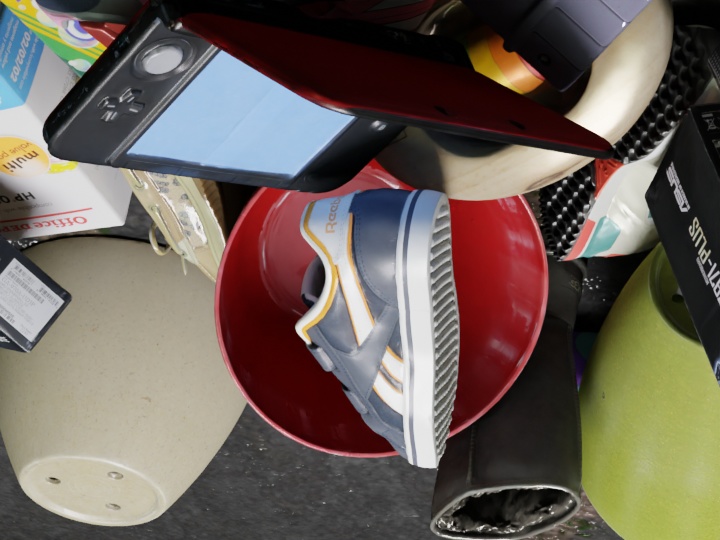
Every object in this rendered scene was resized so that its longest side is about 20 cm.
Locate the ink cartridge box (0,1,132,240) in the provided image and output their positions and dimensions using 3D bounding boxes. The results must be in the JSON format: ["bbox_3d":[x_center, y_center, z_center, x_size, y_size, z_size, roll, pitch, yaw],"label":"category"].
[{"bbox_3d":[-0.210,-0.079,1.146,0.115,0.068,0.200,-6,144,24],"label":"ink cartridge box"}]

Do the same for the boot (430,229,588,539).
[{"bbox_3d":[0.068,0.080,1.204,0.182,0.200,0.073,-21,140,37],"label":"boot"}]

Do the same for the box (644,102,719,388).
[{"bbox_3d":[0.276,-0.010,1.008,0.200,0.164,0.086,-9,149,-16],"label":"box"}]

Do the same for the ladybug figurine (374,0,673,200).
[{"bbox_3d":[0.080,-0.112,1.005,0.200,0.072,0.136,-23,94,35],"label":"ladybug figurine"}]

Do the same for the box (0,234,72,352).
[{"bbox_3d":[-0.274,-0.019,1.161,0.159,0.046,0.200,43,163,-20],"label":"box"}]

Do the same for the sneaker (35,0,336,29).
[{"bbox_3d":[-0.070,-0.149,0.931,0.200,0.070,0.082,6,148,10],"label":"sneaker"}]

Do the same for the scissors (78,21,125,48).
[{"bbox_3d":[-0.139,-0.140,1.000,0.073,0.014,0.200,-17,139,36],"label":"scissors"}]

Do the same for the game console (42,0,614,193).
[{"bbox_3d":[-0.016,-0.059,0.900,0.200,0.119,0.172,6,141,-45],"label":"game console"}]

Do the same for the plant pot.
[{"bbox_3d":[0.216,0.055,1.138,0.187,0.187,0.200,2,149,10],"label":"plant pot"}]

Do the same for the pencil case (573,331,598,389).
[{"bbox_3d":[0.205,0.089,1.295,0.200,0.085,0.092,3,145,6],"label":"pencil case"}]

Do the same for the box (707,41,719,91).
[{"bbox_3d":[0.285,-0.138,0.901,0.160,0.044,0.200,22,118,-19],"label":"box"}]

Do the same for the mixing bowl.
[{"bbox_3d":[0.000,0.000,1.146,0.200,0.108,0.200,-5,108,-15],"label":"mixing bowl"}]

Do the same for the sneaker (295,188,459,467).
[{"bbox_3d":[0.011,0.029,1.052,0.079,0.078,0.200,6,136,12],"label":"sneaker"}]

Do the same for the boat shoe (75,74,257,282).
[{"bbox_3d":[-0.106,-0.057,1.163,0.063,0.073,0.200,1,138,23],"label":"boat shoe"}]

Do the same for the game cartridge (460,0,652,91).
[{"bbox_3d":[0.056,-0.186,0.888,0.200,0.038,0.130,42,145,-1],"label":"game cartridge"}]

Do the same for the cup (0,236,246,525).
[{"bbox_3d":[-0.171,0.091,1.327,0.200,0.143,0.200,5,146,3],"label":"cup"}]

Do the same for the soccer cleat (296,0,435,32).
[{"bbox_3d":[-0.037,-0.122,0.971,0.200,0.067,0.076,-36,155,18],"label":"soccer cleat"}]

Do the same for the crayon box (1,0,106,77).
[{"bbox_3d":[-0.144,-0.182,0.995,0.126,0.052,0.200,-14,140,29],"label":"crayon box"}]

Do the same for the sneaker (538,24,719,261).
[{"bbox_3d":[0.179,-0.072,1.092,0.093,0.070,0.200,1,148,-22],"label":"sneaker"}]
